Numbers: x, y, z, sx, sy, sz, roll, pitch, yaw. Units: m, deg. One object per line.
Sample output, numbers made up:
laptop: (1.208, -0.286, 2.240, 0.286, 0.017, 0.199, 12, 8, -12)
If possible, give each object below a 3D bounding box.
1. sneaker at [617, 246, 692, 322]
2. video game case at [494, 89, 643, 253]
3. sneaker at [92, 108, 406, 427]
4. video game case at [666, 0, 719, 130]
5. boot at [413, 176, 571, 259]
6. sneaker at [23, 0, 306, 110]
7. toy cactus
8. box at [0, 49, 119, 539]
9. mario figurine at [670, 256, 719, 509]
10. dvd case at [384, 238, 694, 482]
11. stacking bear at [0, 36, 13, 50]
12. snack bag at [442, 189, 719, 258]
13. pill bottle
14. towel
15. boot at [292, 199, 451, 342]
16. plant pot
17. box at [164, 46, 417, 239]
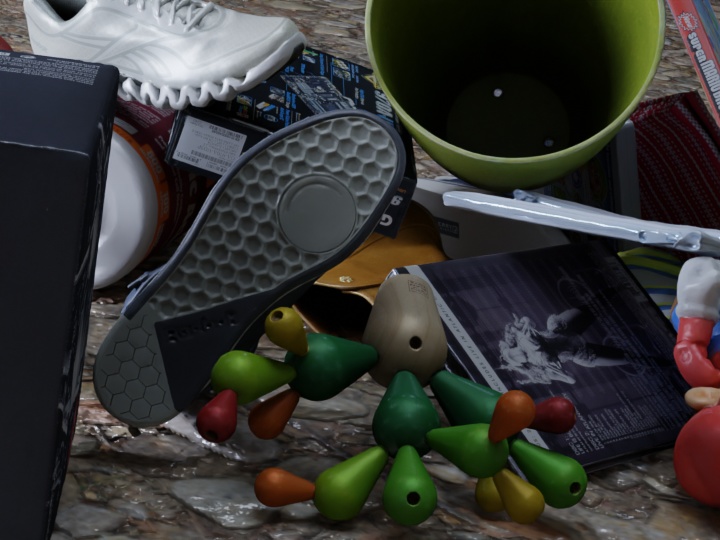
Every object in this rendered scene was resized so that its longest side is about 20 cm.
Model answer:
sneaker: (0.230, 0.035, 1.130, 0.200, 0.076, 0.105, 0, 19, -30)
video game case: (0.155, -0.071, 1.326, 0.018, 0.143, 0.200, -16, 25, -19)
sneaker: (-0.058, -0.005, 0.934, 0.077, 0.202, 0.146, 46, 1, 1)
video game case: (0.233, -0.117, 1.108, 0.017, 0.200, 0.143, -23, -6, 17)
boot: (0.109, -0.035, 1.297, 0.090, 0.073, 0.200, -12, 25, -37)
sneaker: (-0.129, -0.147, 1.085, 0.200, 0.081, 0.075, 1, 28, 26)
toy cactus: (0.021, 0.056, 0.874, 0.200, 0.102, 0.165, 9, 37, -6)
box: (-0.174, 0.015, 0.772, 0.104, 0.200, 0.182, 8, 17, -6)
mario figurine: (0.231, 0.061, 0.965, 0.123, 0.106, 0.200, 11, 25, 0)
dvd case: (0.122, 0.049, 1.012, 0.200, 0.016, 0.149, -8, 54, -46)
stacking bear: (-0.304, -0.104, 1.270, 0.114, 0.122, 0.200, -2, 28, -10)
snack bag: (0.171, -0.028, 1.082, 0.188, 0.021, 0.200, 13, 3, 37)
pill bottle: (-0.163, -0.064, 1.185, 0.114, 0.114, 0.200, 12, 18, 10)
towel: (0.226, -0.055, 1.253, 0.022, 0.145, 0.200, -33, 6, -14)
boot: (0.000, 0.001, 1.132, 0.201, 0.071, 0.144, 28, 25, 38)
plant pot: (0.102, -0.129, 1.170, 0.187, 0.187, 0.200, 11, -14, 7)
box: (-0.046, -0.104, 1.185, 0.159, 0.046, 0.200, 18, 24, -10)
